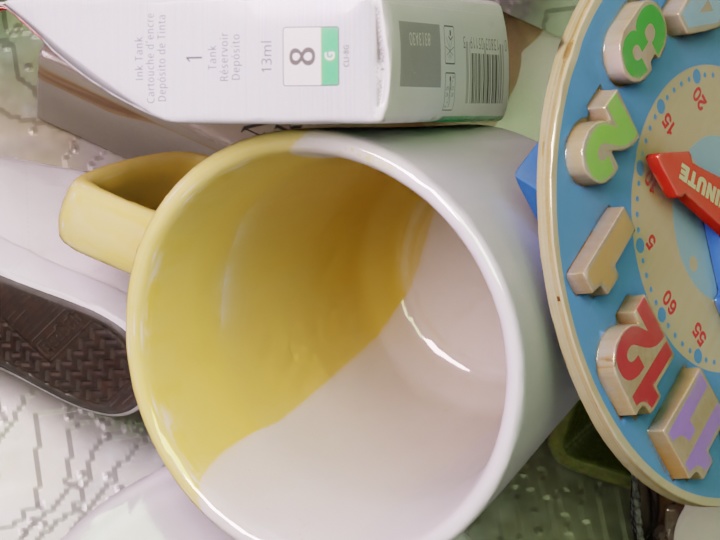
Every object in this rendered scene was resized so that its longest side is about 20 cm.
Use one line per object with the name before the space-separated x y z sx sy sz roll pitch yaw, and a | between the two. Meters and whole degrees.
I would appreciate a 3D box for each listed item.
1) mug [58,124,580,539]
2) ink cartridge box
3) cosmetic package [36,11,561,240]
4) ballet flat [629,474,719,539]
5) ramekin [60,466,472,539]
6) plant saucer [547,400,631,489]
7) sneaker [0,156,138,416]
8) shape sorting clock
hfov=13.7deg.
mug | 0.009 -0.001 1.058 0.187 0.149 0.153 53 29 8
ink cartridge box | -0.063 -0.073 1.045 0.199 0.161 0.050 -1 93 17
cosmetic package | -0.018 -0.072 1.185 0.199 0.071 0.105 23 72 1
ballet flat | 0.130 0.051 1.116 0.072 0.072 0.201 -9 105 -10
ramekin | -0.034 0.174 1.090 0.202 0.094 0.203 2 71 -6
plant saucer | 0.195 0.006 1.157 0.199 0.048 0.200 18 107 1
sneaker | -0.150 -0.015 1.164 0.200 0.073 0.085 28 40 9
shape sorting clock | 0.124 -0.018 1.040 0.200 0.039 0.201 0 90 -48
